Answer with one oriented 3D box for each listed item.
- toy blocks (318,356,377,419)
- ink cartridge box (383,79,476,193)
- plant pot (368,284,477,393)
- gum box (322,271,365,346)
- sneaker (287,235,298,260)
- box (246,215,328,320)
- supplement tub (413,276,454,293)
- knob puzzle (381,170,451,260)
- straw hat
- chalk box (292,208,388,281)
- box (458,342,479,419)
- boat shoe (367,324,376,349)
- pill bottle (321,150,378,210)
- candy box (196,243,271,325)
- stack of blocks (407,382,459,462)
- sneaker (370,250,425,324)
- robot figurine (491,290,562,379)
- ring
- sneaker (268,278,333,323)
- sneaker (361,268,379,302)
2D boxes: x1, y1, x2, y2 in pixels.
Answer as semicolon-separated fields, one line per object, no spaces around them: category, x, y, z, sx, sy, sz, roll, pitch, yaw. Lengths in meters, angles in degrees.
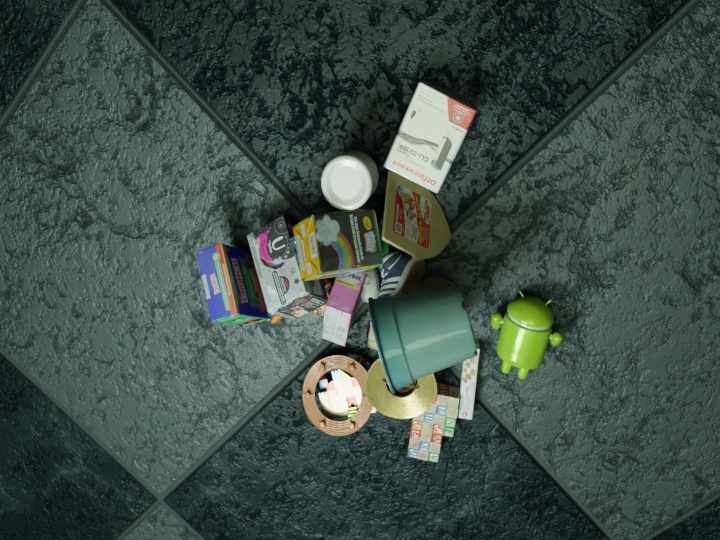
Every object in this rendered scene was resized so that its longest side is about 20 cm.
toy blocks;-0.037;0.311;1.669;0.194;0.100;0.141;-12;96;13
ink cartridge box;0.154;-0.299;1.415;0.141;0.084;0.204;25;112;-1
plant pot;0.133;0.129;1.305;0.190;0.201;0.206;-15;107;7
gum box;-0.042;0.090;1.521;0.064;0.116;0.201;19;151;4
sneaker;-0.089;-0.065;1.485;0.072;0.198;0.084;-20;96;44
box;-0.172;-0.005;1.504;0.113;0.132;0.205;-26;69;16
supplement tub;0.178;0.109;1.493;0.141;0.201;0.150;3;111;8
knob puzzle;0.129;-0.111;1.451;0.221;0.220;0.030;51;139;-11
straw hat;0.105;0.268;1.596;0.194;0.086;0.207;3;119;5
chalk box;-0.031;-0.057;1.381;0.195;0.123;0.129;-7;85;-28
box;0.279;0.284;1.624;0.037;0.042;0.206;5;109;8
boat shoe;0.116;0.177;1.597;0.193;0.071;0.067;8;89;2
pill bottle;-0.017;-0.208;1.410;0.111;0.200;0.118;2;105;8
candy box;-0.301;0.038;1.522;0.075;0.199;0.174;-17;79;14
stack of blocks;0.193;0.402;1.669;0.111;0.059;0.206;9;111;6
sneaker;0.065;0.042;1.515;0.202;0.107;0.070;-55;138;-10
robot figurine;0.395;0.153;1.516;0.171;0.116;0.206;16;112;16
ring;-0.060;0.323;1.626;0.194;0.019;0.207;-1;87;14
sneaker;-0.146;0.091;1.607;0.112;0.078;0.200;44;110;-7
sneaker;0.000;0.000;1.531;0.071;0.116;0.206;-8;109;10
